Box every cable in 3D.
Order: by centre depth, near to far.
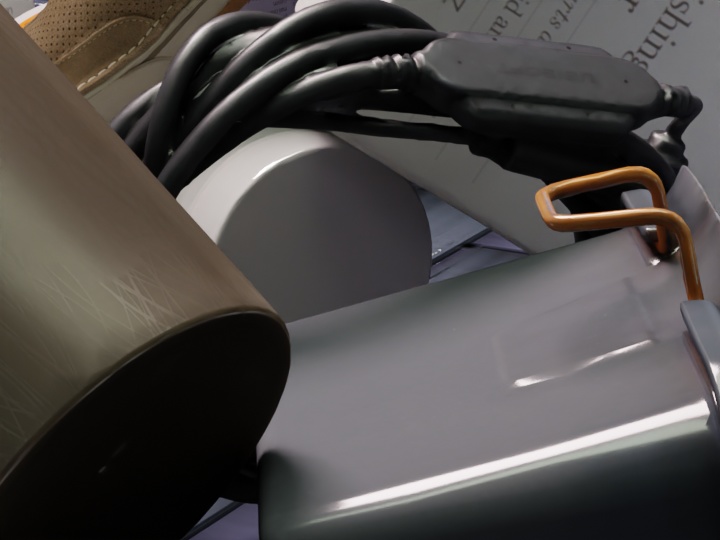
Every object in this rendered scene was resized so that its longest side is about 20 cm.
[{"bbox_3d":[0.000,0.000,0.876,0.199,0.164,0.051,2,35,-23],"label":"cable"}]

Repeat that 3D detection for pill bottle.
[{"bbox_3d":[-0.061,-0.026,1.053,0.113,0.113,0.200,-10,19,-28],"label":"pill bottle"}]

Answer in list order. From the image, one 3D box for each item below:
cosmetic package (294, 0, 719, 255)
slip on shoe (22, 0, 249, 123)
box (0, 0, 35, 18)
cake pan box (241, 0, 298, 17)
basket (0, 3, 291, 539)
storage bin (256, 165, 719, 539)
[{"bbox_3d":[0.104,-0.086,1.024,0.200,0.165,0.165,31,13,-12],"label":"cosmetic package"},{"bbox_3d":[-0.066,-0.109,0.993,0.200,0.061,0.076,-33,32,16],"label":"slip on shoe"},{"bbox_3d":[-0.256,-0.094,1.155,0.200,0.172,0.199,-14,16,-38],"label":"box"},{"bbox_3d":[-0.032,-0.119,1.232,0.052,0.185,0.200,7,19,36],"label":"cake pan box"},{"bbox_3d":[-0.123,-0.012,0.747,0.200,0.136,0.180,44,2,21],"label":"basket"},{"bbox_3d":[0.042,0.055,0.780,0.134,0.146,0.200,-11,18,0],"label":"storage bin"}]
